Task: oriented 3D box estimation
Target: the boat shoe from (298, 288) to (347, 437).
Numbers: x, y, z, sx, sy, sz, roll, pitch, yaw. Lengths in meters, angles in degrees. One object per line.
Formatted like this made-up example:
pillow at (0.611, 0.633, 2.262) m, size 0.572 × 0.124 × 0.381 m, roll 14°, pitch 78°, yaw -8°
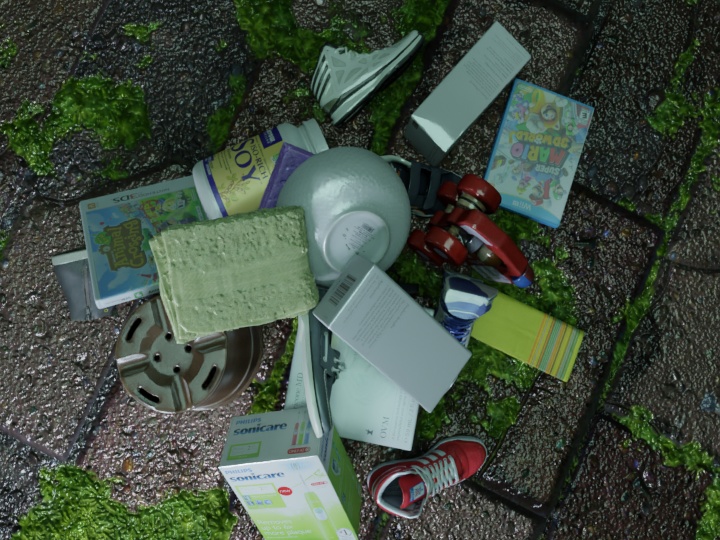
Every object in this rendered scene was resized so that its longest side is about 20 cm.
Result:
boat shoe at (-0.047, 0.115, 0.870) m, size 0.060 × 0.073 × 0.205 m, roll -3°, pitch 62°, yaw -11°

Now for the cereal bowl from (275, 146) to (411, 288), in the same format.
cereal bowl at (-0.017, -0.057, 0.892) m, size 0.194 × 0.084 × 0.205 m, roll -9°, pitch 124°, yaw -13°

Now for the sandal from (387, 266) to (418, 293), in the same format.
sandal at (0.000, 0.000, 1.014) m, size 0.194 × 0.076 × 0.044 m, roll 15°, pitch 88°, yaw -1°

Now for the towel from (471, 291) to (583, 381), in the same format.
towel at (0.257, 0.097, 1.052) m, size 0.195 × 0.018 × 0.088 m, roll 25°, pitch 81°, yaw 0°

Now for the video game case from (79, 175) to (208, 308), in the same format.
video game case at (-0.307, -0.050, 0.958) m, size 0.177 × 0.022 × 0.203 m, roll -16°, pitch 53°, yaw -16°

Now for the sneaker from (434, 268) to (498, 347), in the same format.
sneaker at (0.146, 0.070, 0.964) m, size 0.078 × 0.199 × 0.119 m, roll 14°, pitch 96°, yaw 4°

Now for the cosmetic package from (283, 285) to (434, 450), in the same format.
cosmetic package at (-0.005, 0.140, 0.986) m, size 0.193 × 0.123 × 0.206 m, roll 10°, pitch 87°, yaw 0°

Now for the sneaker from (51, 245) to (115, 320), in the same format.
sneaker at (-0.361, 0.005, 1.012) m, size 0.194 × 0.075 × 0.110 m, roll -13°, pitch 102°, yaw -6°

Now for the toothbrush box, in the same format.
toothbrush box at (-0.091, 0.294, 0.925) m, size 0.141 × 0.087 × 0.204 m, roll -9°, pitch 126°, yaw 13°

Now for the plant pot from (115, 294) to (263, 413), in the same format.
plant pot at (-0.248, 0.113, 0.939) m, size 0.193 × 0.198 × 0.208 m, roll 0°, pitch 88°, yaw -1°

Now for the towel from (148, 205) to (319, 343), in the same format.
towel at (-0.154, 0.001, 0.823) m, size 0.194 × 0.036 × 0.153 m, roll -13°, pitch 108°, yaw -13°

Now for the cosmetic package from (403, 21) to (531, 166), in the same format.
cosmetic package at (0.161, -0.268, 1.017) m, size 0.081 × 0.113 × 0.201 m, roll 41°, pitch 88°, yaw 0°

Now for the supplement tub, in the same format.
supplement tub at (-0.135, -0.128, 0.981) m, size 0.195 × 0.145 × 0.149 m, roll -25°, pitch 88°, yaw -3°

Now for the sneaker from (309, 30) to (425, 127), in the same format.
sneaker at (0.002, -0.334, 1.030) m, size 0.199 × 0.076 × 0.116 m, roll -41°, pitch 91°, yaw -1°

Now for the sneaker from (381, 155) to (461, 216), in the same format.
sneaker at (0.080, -0.131, 1.024) m, size 0.193 × 0.079 × 0.081 m, roll 5°, pitch 86°, yaw -4°

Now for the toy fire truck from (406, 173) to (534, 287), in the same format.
toy fire truck at (0.172, -0.039, 0.951) m, size 0.166 × 0.200 × 0.114 m, roll 36°, pitch 84°, yaw -11°

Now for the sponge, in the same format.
sponge at (-0.093, -0.069, 0.926) m, size 0.109 × 0.030 × 0.204 m, roll 13°, pitch 116°, yaw -29°

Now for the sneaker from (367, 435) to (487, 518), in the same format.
sneaker at (0.107, 0.310, 0.986) m, size 0.194 × 0.112 × 0.073 m, roll -18°, pitch 88°, yaw -3°

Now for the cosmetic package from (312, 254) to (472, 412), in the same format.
cosmetic package at (0.044, 0.083, 0.864) m, size 0.199 × 0.074 × 0.102 m, roll 43°, pitch 84°, yaw -24°

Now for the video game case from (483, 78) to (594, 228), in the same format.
video game case at (0.285, -0.190, 1.064) m, size 0.139 × 0.018 × 0.206 m, roll 19°, pitch 87°, yaw -2°
